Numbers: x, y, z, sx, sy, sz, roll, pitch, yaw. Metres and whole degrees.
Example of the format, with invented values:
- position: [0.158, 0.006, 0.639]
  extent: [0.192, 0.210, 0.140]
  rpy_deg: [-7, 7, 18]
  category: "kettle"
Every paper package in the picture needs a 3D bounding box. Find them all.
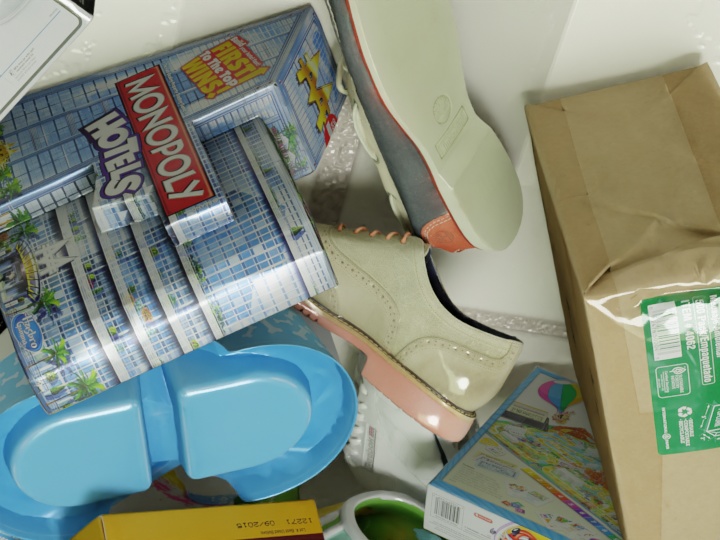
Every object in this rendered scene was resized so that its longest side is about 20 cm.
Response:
- position: [0.163, 0.025, 0.929]
  extent: [0.103, 0.191, 0.200]
  rpy_deg: [-12, 127, 3]
  category: "paper package"

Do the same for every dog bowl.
- position: [-0.104, 0.073, 0.899]
  extent: [0.199, 0.050, 0.112]
  rpy_deg: [-12, 133, -12]
  category: "dog bowl"

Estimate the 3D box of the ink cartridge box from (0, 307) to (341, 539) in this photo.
- position: [-0.126, 0.075, 0.986]
  extent: [0.200, 0.085, 0.144]
  rpy_deg: [-43, 133, 17]
  category: "ink cartridge box"

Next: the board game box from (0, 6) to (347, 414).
- position: [-0.091, -0.047, 0.880]
  extent: [0.199, 0.200, 0.062]
  rpy_deg: [-25, 128, -3]
  category: "board game box"

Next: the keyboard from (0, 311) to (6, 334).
- position: [-0.206, 0.032, 1.002]
  extent: [0.104, 0.040, 0.200]
  rpy_deg: [-35, 121, 20]
  category: "keyboard"

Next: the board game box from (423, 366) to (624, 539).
- position: [0.154, 0.135, 0.987]
  extent: [0.200, 0.134, 0.034]
  rpy_deg: [22, 128, 24]
  category: "board game box"

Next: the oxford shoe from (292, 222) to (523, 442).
- position: [0.000, 0.000, 0.948]
  extent: [0.200, 0.071, 0.074]
  rpy_deg: [41, 101, 3]
  category: "oxford shoe"

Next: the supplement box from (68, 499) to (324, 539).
- position: [-0.103, 0.254, 0.940]
  extent: [0.132, 0.201, 0.197]
  rpy_deg: [1, 152, -36]
  category: "supplement box"

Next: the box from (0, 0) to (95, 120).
- position: [-0.238, -0.154, 0.843]
  extent: [0.200, 0.060, 0.117]
  rpy_deg: [36, 117, -27]
  category: "box"

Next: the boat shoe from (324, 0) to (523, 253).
- position: [0.021, -0.090, 0.912]
  extent: [0.062, 0.071, 0.200]
  rpy_deg: [7, 138, 41]
  category: "boat shoe"

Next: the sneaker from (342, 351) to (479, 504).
- position: [0.022, 0.087, 1.045]
  extent: [0.080, 0.077, 0.200]
  rpy_deg: [-6, 127, 14]
  category: "sneaker"

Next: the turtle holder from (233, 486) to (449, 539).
- position: [0.001, 0.191, 1.037]
  extent: [0.141, 0.186, 0.132]
  rpy_deg: [8, 120, -21]
  category: "turtle holder"
